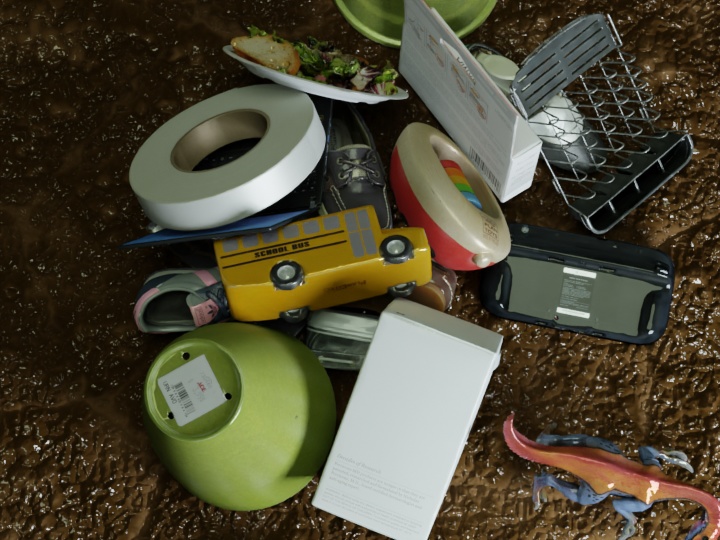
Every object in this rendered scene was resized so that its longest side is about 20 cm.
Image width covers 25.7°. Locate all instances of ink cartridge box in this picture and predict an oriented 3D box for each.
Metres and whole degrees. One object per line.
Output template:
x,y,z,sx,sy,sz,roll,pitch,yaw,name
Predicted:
0.113,-0.192,1.626,0.045,0.176,0.200,-31,69,-15,ink cartridge box

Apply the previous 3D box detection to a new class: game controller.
0.226,0.013,1.644,0.199,0.042,0.105,11,85,3,game controller

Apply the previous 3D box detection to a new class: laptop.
-0.134,-0.099,1.588,0.177,0.103,0.201,-6,63,24,laptop

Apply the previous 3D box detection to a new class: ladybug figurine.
0.085,-0.069,1.618,0.072,0.136,0.200,-43,41,20,ladybug figurine

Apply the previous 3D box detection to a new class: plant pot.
0.062,-0.367,1.692,0.200,0.184,0.201,0,71,-1,plant pot
-0.131,0.127,1.488,0.187,0.200,0.188,-2,79,9,plant pot

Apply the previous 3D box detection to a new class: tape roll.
-0.133,-0.116,1.569,0.202,0.037,0.203,-16,35,12,tape roll

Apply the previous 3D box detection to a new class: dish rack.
0.246,-0.158,1.636,0.153,0.055,0.200,-39,118,-16,dish rack

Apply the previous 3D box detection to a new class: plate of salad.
-0.044,-0.216,1.639,0.199,0.200,0.048,15,103,4,plate of salad

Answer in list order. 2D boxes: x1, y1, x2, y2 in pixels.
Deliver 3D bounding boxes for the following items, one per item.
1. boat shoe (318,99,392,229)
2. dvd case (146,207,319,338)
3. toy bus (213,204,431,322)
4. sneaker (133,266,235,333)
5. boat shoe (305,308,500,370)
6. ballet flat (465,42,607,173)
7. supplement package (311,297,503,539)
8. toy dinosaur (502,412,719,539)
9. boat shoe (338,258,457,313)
-0.011,-0.105,1.626,0.072,0.065,0.200,-1,45,-17,boat shoe
-0.103,-0.035,1.661,0.200,0.016,0.149,39,75,12,dvd case
-0.035,-0.007,1.519,0.199,0.065,0.078,-13,54,-4,toy bus
-0.132,0.029,1.579,0.199,0.082,0.070,-13,112,14,sneaker
0.040,0.088,1.601,0.199,0.072,0.071,11,95,8,boat shoe
0.180,-0.175,1.688,0.200,0.068,0.068,36,73,11,ballet flat
0.047,0.141,1.510,0.117,0.117,0.201,21,99,6,supplement package
0.251,0.214,1.517,0.181,0.200,0.105,10,85,35,toy dinosaur
0.000,0.000,1.615,0.199,0.071,0.070,19,37,7,boat shoe
